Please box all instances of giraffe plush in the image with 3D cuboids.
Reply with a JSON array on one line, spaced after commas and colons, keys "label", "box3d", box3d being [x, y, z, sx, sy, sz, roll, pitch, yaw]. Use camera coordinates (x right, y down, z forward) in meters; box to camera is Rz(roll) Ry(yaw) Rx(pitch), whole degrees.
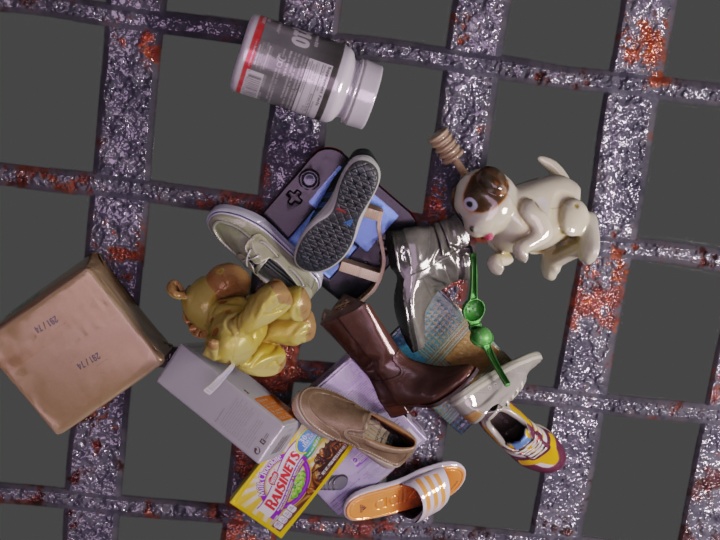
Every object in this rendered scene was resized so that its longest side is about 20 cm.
[{"label": "giraffe plush", "box3d": [-0.187, 0.062, 1.627, 0.200, 0.162, 0.173, -34, 145, -15]}]

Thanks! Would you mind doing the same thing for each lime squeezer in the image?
[{"label": "lime squeezer", "box3d": [0.184, 0.078, 1.666, 0.038, 0.071, 0.201, -7, 78, -34]}]

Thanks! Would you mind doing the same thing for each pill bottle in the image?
[{"label": "pill bottle", "box3d": [-0.076, -0.279, 1.596, 0.199, 0.114, 0.114, 18, 100, -8]}]

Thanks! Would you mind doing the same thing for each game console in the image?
[{"label": "game console", "box3d": [-0.034, -0.068, 1.687, 0.200, 0.031, 0.177, 40, 97, -10]}]

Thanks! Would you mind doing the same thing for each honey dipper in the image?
[{"label": "honey dipper", "box3d": [0.171, -0.126, 1.689, 0.038, 0.038, 0.200, -36, 106, 4]}]

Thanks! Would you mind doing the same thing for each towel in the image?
[{"label": "towel", "box3d": [0.137, 0.142, 1.750, 0.200, 0.022, 0.147, 43, 96, -12]}]

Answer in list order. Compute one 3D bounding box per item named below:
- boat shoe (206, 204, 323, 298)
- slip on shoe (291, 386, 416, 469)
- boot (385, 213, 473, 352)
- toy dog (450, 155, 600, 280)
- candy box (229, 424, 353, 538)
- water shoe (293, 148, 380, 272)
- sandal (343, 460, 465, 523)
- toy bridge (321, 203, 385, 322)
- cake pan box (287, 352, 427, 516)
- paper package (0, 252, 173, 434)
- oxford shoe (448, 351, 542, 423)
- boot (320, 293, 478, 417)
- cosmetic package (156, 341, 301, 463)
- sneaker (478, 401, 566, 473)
[{"label": "boat shoe", "box3d": [-0.143, -0.025, 1.659, 0.200, 0.062, 0.072, 33, 126, -6]}, {"label": "slip on shoe", "box3d": [-0.007, 0.229, 1.672, 0.200, 0.076, 0.061, 34, 140, -13]}, {"label": "boot", "box3d": [0.116, 0.020, 1.681, 0.130, 0.068, 0.201, -11, 106, -11]}, {"label": "toy dog", "box3d": [0.232, -0.088, 1.628, 0.199, 0.139, 0.195, 11, 80, -24]}, {"label": "candy box", "box3d": [-0.102, 0.305, 1.717, 0.102, 0.026, 0.200, 36, 99, -6]}, {"label": "water shoe", "box3d": [-0.029, -0.085, 1.633, 0.071, 0.079, 0.200, 30, 112, -12]}, {"label": "sandal", "box3d": [0.077, 0.363, 1.748, 0.206, 0.059, 0.079, -15, 125, -15]}, {"label": "toy bridge", "box3d": [0.000, 0.000, 1.682, 0.067, 0.027, 0.201, 17, 107, -6]}, {"label": "cake pan box", "box3d": [-0.023, 0.251, 1.747, 0.200, 0.052, 0.184, -43, 103, 6]}, {"label": "paper package", "box3d": [-0.418, 0.107, 1.662, 0.200, 0.103, 0.191, -35, 101, 5]}, {"label": "oxford shoe", "box3d": [0.209, 0.175, 1.677, 0.075, 0.200, 0.058, -40, 79, 45]}, {"label": "boot", "box3d": [0.052, 0.109, 1.641, 0.186, 0.064, 0.200, -27, 101, 35]}, {"label": "cosmetic package", "box3d": [-0.191, 0.193, 1.662, 0.200, 0.101, 0.071, 36, 97, 12]}, {"label": "sneaker", "box3d": [0.250, 0.264, 1.739, 0.200, 0.090, 0.075, 38, 98, -19]}]
